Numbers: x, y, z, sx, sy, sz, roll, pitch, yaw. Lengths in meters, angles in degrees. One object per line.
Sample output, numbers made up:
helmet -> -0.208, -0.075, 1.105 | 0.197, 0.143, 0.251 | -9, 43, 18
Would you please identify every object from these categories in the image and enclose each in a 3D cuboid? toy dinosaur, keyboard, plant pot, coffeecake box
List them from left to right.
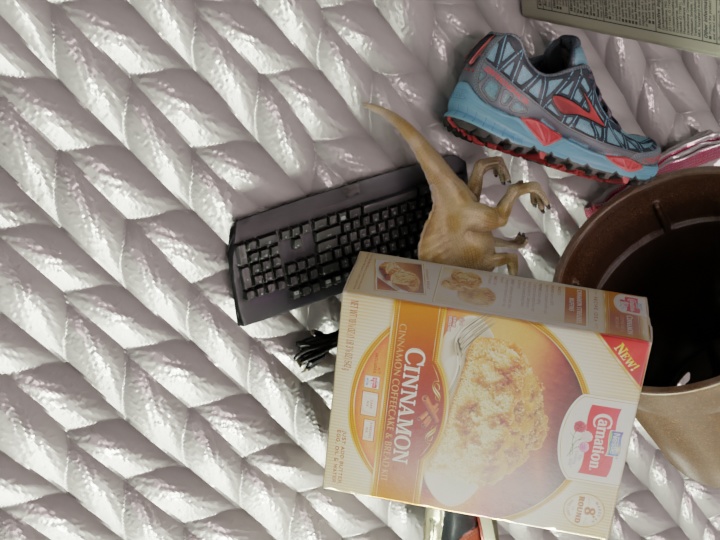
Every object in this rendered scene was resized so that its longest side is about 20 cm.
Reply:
keyboard -> 0.000, 0.000, 0.902 | 0.199, 0.021, 0.128 | -19, 117, -27
toy dinosaur -> 0.076, -0.039, 0.897 | 0.101, 0.058, 0.201 | -29, 115, -23
coffeecake box -> 0.083, 0.084, 0.863 | 0.198, 0.073, 0.155 | 9, 114, 6
plant pot -> 0.274, 0.058, 0.987 | 0.200, 0.200, 0.198 | -48, 135, -10

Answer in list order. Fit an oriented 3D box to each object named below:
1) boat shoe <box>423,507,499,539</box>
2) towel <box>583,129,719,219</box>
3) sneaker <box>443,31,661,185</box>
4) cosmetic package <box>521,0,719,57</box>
boat shoe -> 0.061, 0.135, 0.967 | 0.062, 0.071, 0.201 | -9, 110, 10
towel -> 0.263, -0.003, 1.077 | 0.146, 0.030, 0.201 | -30, 122, -22
sneaker -> 0.157, -0.120, 0.930 | 0.199, 0.079, 0.096 | 12, 98, -37
cosmetic package -> 0.200, -0.213, 0.849 | 0.087, 0.200, 0.104 | -22, 120, -28
